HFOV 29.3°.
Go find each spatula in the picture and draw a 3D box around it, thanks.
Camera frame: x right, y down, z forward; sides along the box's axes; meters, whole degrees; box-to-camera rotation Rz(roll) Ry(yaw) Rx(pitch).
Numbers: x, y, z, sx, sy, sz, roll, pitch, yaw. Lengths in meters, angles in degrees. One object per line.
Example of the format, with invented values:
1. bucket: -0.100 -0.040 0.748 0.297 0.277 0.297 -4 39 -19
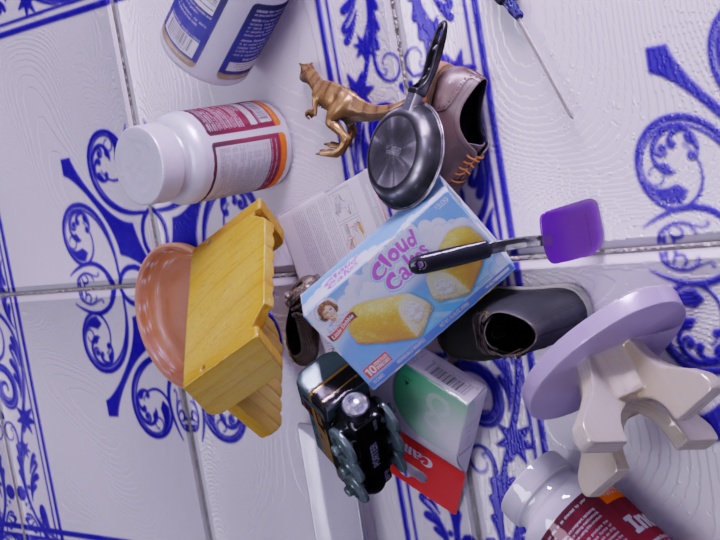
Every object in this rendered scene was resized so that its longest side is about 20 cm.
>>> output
1. spatula: 0.145 -0.024 1.382 0.198 0.021 0.057 -12 100 9

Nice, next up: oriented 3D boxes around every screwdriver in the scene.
1. screwdriver: 0.170 -0.240 1.379 0.029 0.028 0.201 -34 77 14

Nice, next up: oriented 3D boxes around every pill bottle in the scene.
1. pill bottle: -0.185 -0.137 1.624 0.109 0.199 0.111 13 110 41
2. pill bottle: -0.143 -0.325 1.591 0.120 0.119 0.200 52 131 20
3. pill bottle: 0.240 0.279 1.387 0.200 0.113 0.114 42 127 27

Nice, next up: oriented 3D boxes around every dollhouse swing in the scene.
1. dollhouse swing: -0.107 0.068 1.617 0.181 0.175 0.201 -34 40 32

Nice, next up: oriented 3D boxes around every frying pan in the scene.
1. frying pan: 0.060 -0.151 1.408 0.115 0.031 0.191 52 123 43

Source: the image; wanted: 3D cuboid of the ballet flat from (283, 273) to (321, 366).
1. ballet flat: -0.073 0.062 1.609 0.200 0.046 0.068 111 138 -65

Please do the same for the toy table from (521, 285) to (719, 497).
1. toy table: 0.251 0.120 1.308 0.201 0.182 0.118 -60 43 45

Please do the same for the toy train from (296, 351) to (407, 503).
1. toy train: -0.010 0.175 1.523 0.114 0.085 0.201 46 163 29

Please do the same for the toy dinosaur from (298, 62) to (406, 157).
1. toy dinosaur: -0.014 -0.181 1.547 0.199 0.060 0.107 26 116 37

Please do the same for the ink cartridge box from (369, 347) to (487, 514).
1. ink cartridge box: 0.052 0.175 1.553 0.160 0.050 0.201 30 128 26

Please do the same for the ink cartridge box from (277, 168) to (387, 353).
1. ink cartridge box: 0.000 0.000 1.592 0.176 0.045 0.202 -24 85 45

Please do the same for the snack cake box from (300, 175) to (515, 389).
1. snack cake box: 0.048 0.012 1.440 0.200 0.067 0.115 -41 107 9

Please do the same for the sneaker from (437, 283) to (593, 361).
1. sneaker: 0.134 0.059 1.435 0.199 0.106 0.075 -18 89 45

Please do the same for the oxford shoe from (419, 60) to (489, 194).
1. oxford shoe: 0.093 -0.116 1.455 0.073 0.071 0.202 17 112 35

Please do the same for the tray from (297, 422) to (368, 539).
1. tray: -0.026 0.287 1.703 0.107 0.022 0.202 0 101 52

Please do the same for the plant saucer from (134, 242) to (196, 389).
1. plant saucer: -0.226 0.060 1.832 0.199 0.037 0.202 13 109 41
